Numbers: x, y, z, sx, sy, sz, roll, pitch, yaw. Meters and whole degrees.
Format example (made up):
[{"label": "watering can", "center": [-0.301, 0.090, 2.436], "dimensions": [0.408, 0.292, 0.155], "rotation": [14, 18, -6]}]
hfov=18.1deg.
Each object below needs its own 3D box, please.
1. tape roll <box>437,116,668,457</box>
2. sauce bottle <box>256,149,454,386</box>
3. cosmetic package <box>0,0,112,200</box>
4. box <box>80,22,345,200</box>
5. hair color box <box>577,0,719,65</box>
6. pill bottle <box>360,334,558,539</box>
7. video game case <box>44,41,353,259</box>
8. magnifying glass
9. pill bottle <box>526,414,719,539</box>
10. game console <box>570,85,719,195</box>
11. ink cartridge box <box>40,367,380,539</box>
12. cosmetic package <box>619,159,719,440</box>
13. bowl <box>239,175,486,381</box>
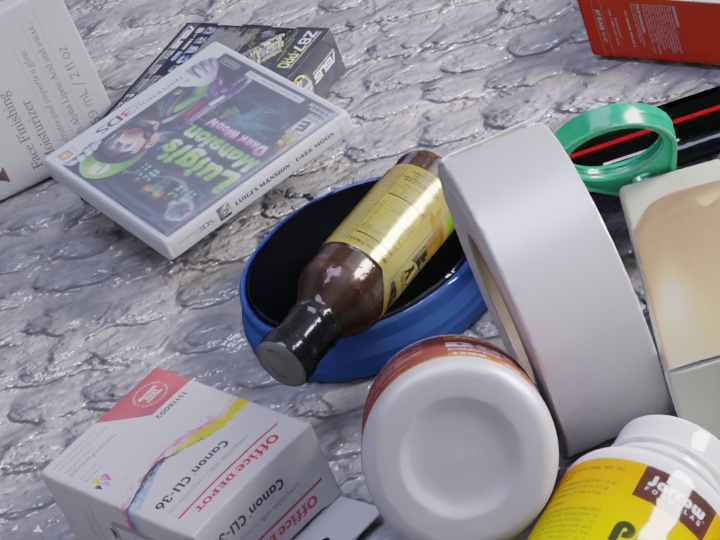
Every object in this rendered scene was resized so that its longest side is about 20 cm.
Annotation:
[{"label": "tape roll", "center": [0.118, 0.011, 1.400], "dimensions": [0.071, 0.203, 0.203], "rotation": [-24, 33, -1]}, {"label": "sauce bottle", "center": [0.000, 0.000, 1.538], "dimensions": [0.065, 0.065, 0.200], "rotation": [10, 46, 39]}, {"label": "cosmetic package", "center": [-0.338, -0.167, 1.944], "dimensions": [0.200, 0.165, 0.165], "rotation": [-27, 34, -6]}, {"label": "box", "center": [-0.129, -0.131, 1.879], "dimensions": [0.161, 0.049, 0.200], "rotation": [4, 42, 36]}, {"label": "hair color box", "center": [0.281, -0.213, 1.744], "dimensions": [0.200, 0.064, 0.111], "rotation": [9, 44, 40]}, {"label": "pill bottle", "center": [0.056, 0.096, 1.343], "dimensions": [0.112, 0.113, 0.200], "rotation": [-21, 4, 2]}, {"label": "video game case", "center": [-0.131, -0.099, 1.779], "dimensions": [0.182, 0.023, 0.200], "rotation": [-37, 39, -18]}, {"label": "magnifying glass", "center": [0.189, -0.060, 1.478], "dimensions": [0.079, 0.200, 0.022], "rotation": [-24, 62, 23]}, {"label": "pill bottle", "center": [0.139, 0.174, 1.243], "dimensions": [0.109, 0.109, 0.200], "rotation": [4, 42, 34]}, {"label": "game console", "center": [0.196, -0.082, 1.584], "dimensions": [0.199, 0.031, 0.177], "rotation": [-19, 11, 6]}, {"label": "ink cartridge box", "center": [-0.097, 0.143, 1.460], "dimensions": [0.200, 0.068, 0.116], "rotation": [16, 49, 43]}, {"label": "cosmetic package", "center": [0.219, 0.031, 1.404], "dimensions": [0.071, 0.105, 0.200], "rotation": [-17, 35, 8]}, {"label": "bowl", "center": [0.006, -0.001, 1.628], "dimensions": [0.200, 0.039, 0.201], "rotation": [-15, 34, 10]}]
